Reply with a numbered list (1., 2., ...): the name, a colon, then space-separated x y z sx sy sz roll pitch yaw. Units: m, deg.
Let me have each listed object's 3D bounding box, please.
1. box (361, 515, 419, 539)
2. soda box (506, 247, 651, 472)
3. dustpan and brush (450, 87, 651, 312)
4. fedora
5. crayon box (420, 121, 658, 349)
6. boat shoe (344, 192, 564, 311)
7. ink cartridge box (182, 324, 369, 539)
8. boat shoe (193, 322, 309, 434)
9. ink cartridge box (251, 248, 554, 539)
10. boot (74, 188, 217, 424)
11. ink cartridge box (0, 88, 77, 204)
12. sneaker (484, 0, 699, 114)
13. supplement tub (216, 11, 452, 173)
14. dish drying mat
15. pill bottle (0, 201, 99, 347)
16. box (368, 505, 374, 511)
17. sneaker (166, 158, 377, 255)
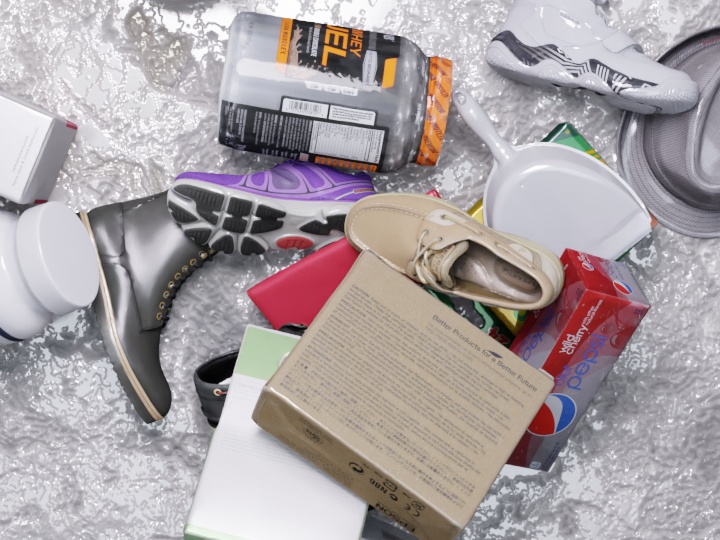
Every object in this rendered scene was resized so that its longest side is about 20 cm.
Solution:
1. box: -0.006 0.335 1.460 0.097 0.124 0.202 24 92 -4
2. soda box: 0.174 0.082 1.436 0.069 0.064 0.201 14 121 -22
3. dustpan and brush: 0.145 -0.079 1.435 0.139 0.057 0.200 -38 102 13
4. fedora: 0.333 -0.128 1.468 0.177 0.090 0.200 40 91 -4
5. crayon box: 0.158 -0.022 1.486 0.200 0.051 0.127 -44 94 1
6. boat shoe: 0.075 -0.016 1.380 0.198 0.064 0.072 16 106 15
7. ink cartridge box: -0.056 0.158 1.384 0.144 0.048 0.201 14 59 2
8. boat shoe: -0.052 0.082 1.453 0.200 0.074 0.064 -21 120 -5
9. ink cartridge box: 0.036 0.108 1.353 0.199 0.075 0.165 35 59 5
10. boot: -0.173 0.024 1.466 0.137 0.077 0.202 -21 95 -6
11. ink cartridge box: -0.359 -0.134 1.410 0.198 0.147 0.083 24 92 -3
12. sneaker: 0.215 -0.213 1.443 0.198 0.075 0.116 17 89 24
13. supplement tub: -0.023 -0.155 1.436 0.198 0.123 0.124 9 92 -4
14. dish drying mat: 0.000 0.000 1.459 0.199 0.018 0.077 -27 121 18
15. pill bottle: -0.335 0.015 1.408 0.198 0.116 0.117 -18 94 18
16. box: 0.013 0.139 1.455 0.198 0.036 0.144 -21 51 -2
17. sneaker: -0.078 -0.064 1.458 0.198 0.081 0.084 5 51 -20
